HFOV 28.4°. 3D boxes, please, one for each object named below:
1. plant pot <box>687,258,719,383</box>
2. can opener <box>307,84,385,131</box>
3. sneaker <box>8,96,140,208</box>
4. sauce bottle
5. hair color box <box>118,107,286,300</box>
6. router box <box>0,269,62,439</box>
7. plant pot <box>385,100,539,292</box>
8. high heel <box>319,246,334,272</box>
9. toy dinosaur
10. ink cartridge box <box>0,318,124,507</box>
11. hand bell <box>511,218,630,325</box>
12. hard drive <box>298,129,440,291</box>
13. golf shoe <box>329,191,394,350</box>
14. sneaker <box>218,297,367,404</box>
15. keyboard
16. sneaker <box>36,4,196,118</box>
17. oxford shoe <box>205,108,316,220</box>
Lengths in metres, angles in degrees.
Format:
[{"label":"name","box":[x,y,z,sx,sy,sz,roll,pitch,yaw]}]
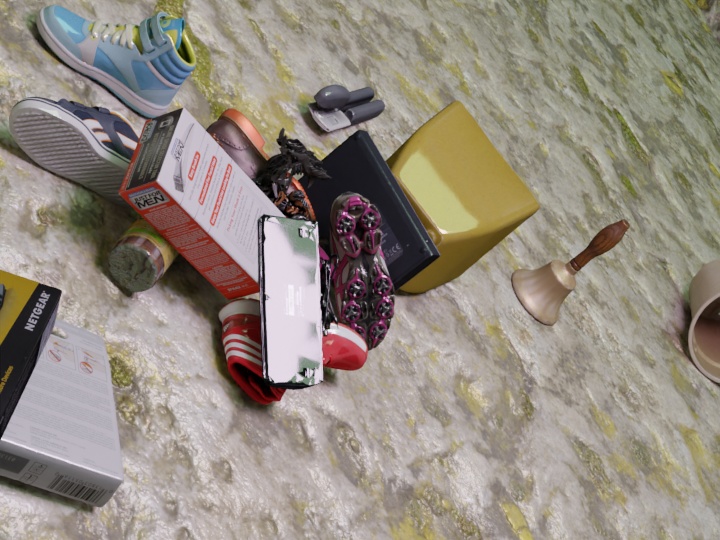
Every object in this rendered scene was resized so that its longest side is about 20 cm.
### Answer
[{"label":"plant pot","box":[0.676,0.076,2.571,0.200,0.200,0.184,40,21,-16]},{"label":"can opener","box":[-0.016,-0.246,2.128,0.053,0.066,0.200,52,26,7]},{"label":"sneaker","box":[-0.316,-0.149,1.617,0.200,0.078,0.080,37,36,-41]},{"label":"sauce bottle","box":[-0.227,-0.049,1.637,0.065,0.065,0.201,42,30,-11]},{"label":"hair color box","box":[-0.173,-0.072,1.598,0.200,0.063,0.112,49,41,-37]},{"label":"router box","box":[-0.373,0.070,1.274,0.155,0.053,0.201,18,37,-5]},{"label":"plant pot","box":[0.090,-0.083,1.969,0.196,0.194,0.200,52,36,4]},{"label":"high heel","box":[-0.115,-0.012,1.730,0.199,0.067,0.096,30,30,-25]},{"label":"toy dinosaur","box":[-0.109,-0.096,1.771,0.200,0.136,0.102,38,9,-41]},{"label":"ink cartridge box","box":[-0.314,0.120,1.371,0.159,0.047,0.201,26,29,-34]},{"label":"hand bell","box":[0.339,-0.015,2.198,0.104,0.200,0.105,33,34,-25]},{"label":"hard drive","box":[0.000,-0.063,1.868,0.033,0.139,0.201,4,53,-61]},{"label":"golf shoe","box":[0.000,0.000,1.815,0.092,0.072,0.203,-142,-133,-75]},{"label":"sneaker","box":[-0.078,0.115,1.660,0.198,0.078,0.117,16,52,-26]},{"label":"keyboard","box":[-0.075,0.040,1.628,0.103,0.040,0.203,8,71,-29]},{"label":"sneaker","box":[-0.289,-0.290,1.751,0.199,0.130,0.080,33,35,-25]},{"label":"oxford shoe","box":[-0.133,-0.109,1.840,0.073,0.071,0.201,-44,101,-28]}]
